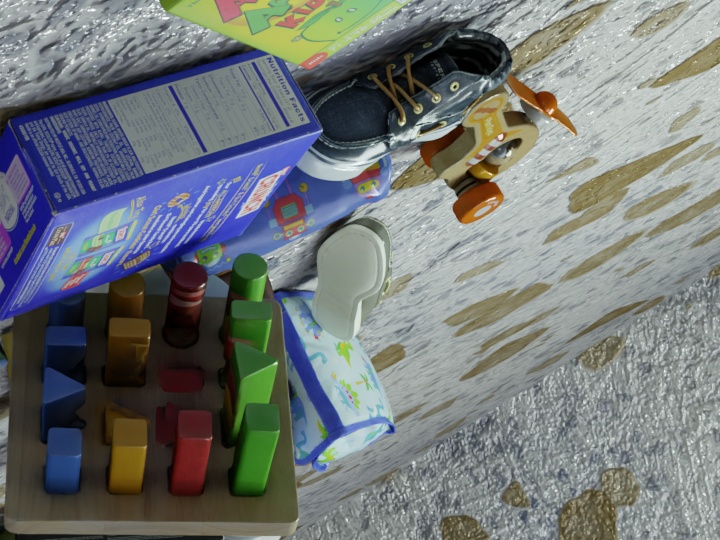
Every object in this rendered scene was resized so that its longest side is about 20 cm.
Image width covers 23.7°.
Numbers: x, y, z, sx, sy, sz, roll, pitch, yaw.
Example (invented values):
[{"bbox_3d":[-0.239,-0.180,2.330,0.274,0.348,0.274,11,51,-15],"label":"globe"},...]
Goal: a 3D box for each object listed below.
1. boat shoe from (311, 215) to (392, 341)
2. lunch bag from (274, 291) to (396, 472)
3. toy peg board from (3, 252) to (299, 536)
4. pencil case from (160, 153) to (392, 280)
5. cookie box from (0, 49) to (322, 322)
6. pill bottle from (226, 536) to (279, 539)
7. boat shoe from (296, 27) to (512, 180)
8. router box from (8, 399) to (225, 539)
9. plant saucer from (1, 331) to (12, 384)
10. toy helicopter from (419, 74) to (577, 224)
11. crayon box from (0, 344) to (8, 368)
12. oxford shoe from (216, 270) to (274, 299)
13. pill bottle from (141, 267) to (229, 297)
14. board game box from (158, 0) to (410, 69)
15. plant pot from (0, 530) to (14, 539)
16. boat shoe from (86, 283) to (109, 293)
[{"bbox_3d":[-0.003,-0.002,1.717,0.060,0.072,0.202,-50,170,-29],"label":"boat shoe"},{"bbox_3d":[-0.049,0.117,1.846,0.127,0.170,0.200,-29,168,-3],"label":"lunch bag"},{"bbox_3d":[-0.143,0.073,1.193,0.199,0.200,0.098,3,138,-11],"label":"toy peg board"},{"bbox_3d":[-0.072,-0.057,1.317,0.200,0.087,0.078,-25,124,-18],"label":"pencil case"},{"bbox_3d":[-0.150,-0.058,1.143,0.200,0.075,0.171,-20,166,-32],"label":"cookie box"},{"bbox_3d":[-0.129,0.208,1.802,0.112,0.112,0.200,-24,138,-19],"label":"pill bottle"},{"bbox_3d":[0.028,-0.131,1.269,0.200,0.071,0.091,-25,168,-48],"label":"boat shoe"},{"bbox_3d":[-0.234,0.193,1.643,0.199,0.150,0.062,-2,169,-10],"label":"router box"},{"bbox_3d":[-0.214,0.106,1.527,0.199,0.049,0.200,-1,158,-8],"label":"plant saucer"},{"bbox_3d":[0.119,-0.123,1.475,0.132,0.079,0.200,-29,164,0],"label":"toy helicopter"},{"bbox_3d":[-0.373,0.082,1.279,0.200,0.052,0.126,-26,167,-7],"label":"crayon box"},{"bbox_3d":[-0.170,0.049,1.528,0.200,0.073,0.071,-27,169,12],"label":"oxford shoe"},{"bbox_3d":[-0.151,0.098,1.374,0.113,0.113,0.200,-22,145,-28],"label":"pill bottle"},{"bbox_3d":[-0.038,-0.176,0.979,0.101,0.048,0.200,-32,167,16],"label":"board game box"},{"bbox_3d":[-0.390,0.377,2.182,0.190,0.201,0.200,-21,174,35],"label":"plant pot"},{"bbox_3d":[-0.233,0.041,1.360,0.068,0.072,0.200,12,147,6],"label":"boat shoe"}]
